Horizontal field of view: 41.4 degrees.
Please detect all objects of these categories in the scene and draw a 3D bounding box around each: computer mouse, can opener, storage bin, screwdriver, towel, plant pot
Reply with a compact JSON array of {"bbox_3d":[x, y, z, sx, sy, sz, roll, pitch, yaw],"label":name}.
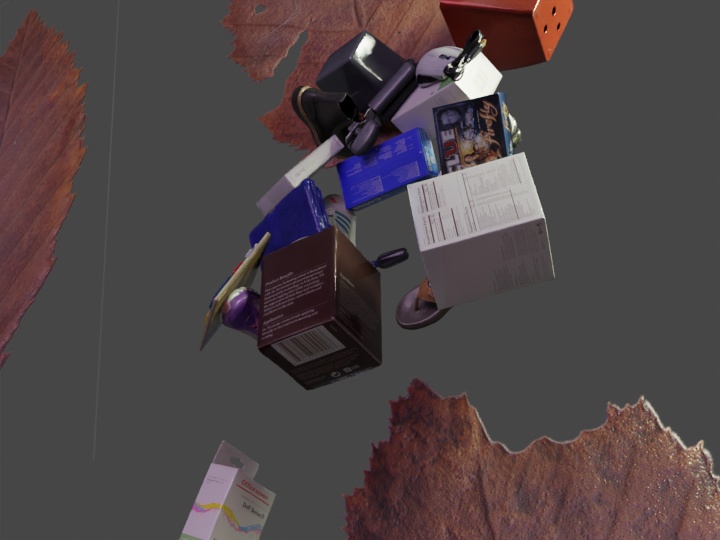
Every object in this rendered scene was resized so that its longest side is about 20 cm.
[{"bbox_3d":[0.147,-0.378,1.724,0.110,0.044,0.199,-54,20,-14],"label":"computer mouse"},{"bbox_3d":[0.050,-0.300,1.812,0.201,0.053,0.067,-49,52,1],"label":"can opener"},{"bbox_3d":[0.000,-0.383,1.925,0.199,0.133,0.147,-17,41,60],"label":"storage bin"},{"bbox_3d":[0.000,0.000,1.761,0.197,0.028,0.029,-21,10,19],"label":"screwdriver"},{"bbox_3d":[-0.128,-0.060,1.791,0.199,0.049,0.150,-40,58,38],"label":"towel"},{"bbox_3d":[0.291,-0.503,1.806,0.174,0.200,0.202,17,70,32],"label":"plant pot"}]

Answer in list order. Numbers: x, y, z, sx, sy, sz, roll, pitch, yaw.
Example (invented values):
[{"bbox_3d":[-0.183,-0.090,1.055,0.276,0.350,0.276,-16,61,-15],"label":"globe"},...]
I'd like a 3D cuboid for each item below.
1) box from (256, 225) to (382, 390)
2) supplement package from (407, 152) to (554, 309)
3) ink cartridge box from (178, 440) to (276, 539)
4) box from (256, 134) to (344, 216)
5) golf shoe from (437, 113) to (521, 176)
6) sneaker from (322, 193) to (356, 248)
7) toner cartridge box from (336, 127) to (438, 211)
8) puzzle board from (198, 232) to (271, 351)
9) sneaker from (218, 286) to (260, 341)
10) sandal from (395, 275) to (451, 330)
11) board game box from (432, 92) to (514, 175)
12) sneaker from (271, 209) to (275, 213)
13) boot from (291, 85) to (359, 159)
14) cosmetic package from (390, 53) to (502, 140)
[{"bbox_3d":[-0.068,0.068,1.668,0.163,0.164,0.203,-21,48,25],"label":"box"},{"bbox_3d":[0.194,-0.062,1.534,0.196,0.153,0.153,-15,48,7],"label":"supplement package"},{"bbox_3d":[-0.214,0.398,1.569,0.066,0.117,0.203,3,61,38],"label":"ink cartridge box"},{"bbox_3d":[-0.123,-0.188,1.897,0.144,0.037,0.199,-43,7,-25],"label":"box"},{"bbox_3d":[0.196,-0.218,1.729,0.200,0.094,0.078,-44,44,5],"label":"golf shoe"},{"bbox_3d":[-0.057,-0.088,1.829,0.069,0.093,0.203,-25,47,20],"label":"sneaker"},{"bbox_3d":[0.050,-0.191,1.819,0.197,0.043,0.097,-20,79,33],"label":"toner cartridge box"},{"bbox_3d":[-0.232,0.036,1.730,0.201,0.017,0.152,-56,-5,-44],"label":"puzzle board"},{"bbox_3d":[-0.179,0.095,1.729,0.088,0.200,0.081,38,92,30],"label":"sneaker"},{"bbox_3d":[0.142,0.032,1.610,0.197,0.055,0.083,-24,48,21],"label":"sandal"},{"bbox_3d":[0.203,-0.195,1.661,0.133,0.034,0.205,-7,94,35],"label":"board game box"},{"bbox_3d":[-0.143,-0.055,1.890,0.078,0.077,0.200,-57,34,14],"label":"sneaker"},{"bbox_3d":[-0.035,-0.282,1.880,0.137,0.199,0.079,13,72,42],"label":"boot"},{"bbox_3d":[0.159,-0.321,1.786,0.199,0.085,0.109,-21,34,52],"label":"cosmetic package"}]
